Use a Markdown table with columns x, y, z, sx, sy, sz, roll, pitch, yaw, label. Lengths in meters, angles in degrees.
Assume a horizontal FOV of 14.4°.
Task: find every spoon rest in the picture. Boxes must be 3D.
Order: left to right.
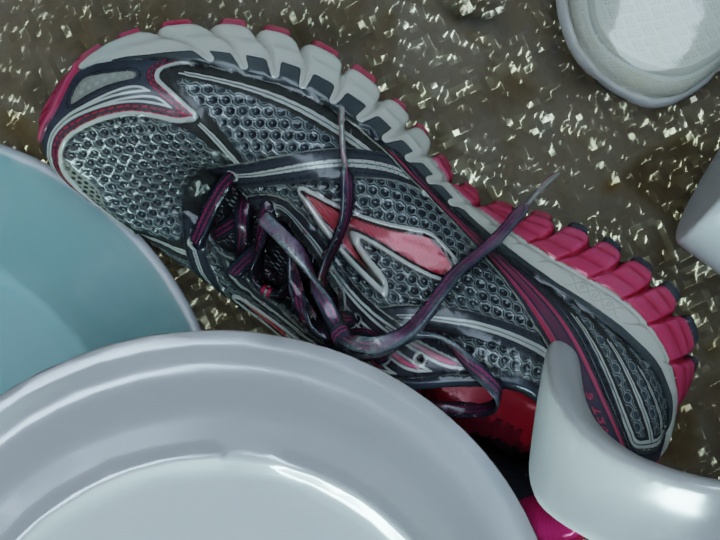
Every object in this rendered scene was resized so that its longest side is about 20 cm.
| x | y | z | sx | sy | sz | roll | pitch | yaw | label |
| --- | --- | --- | --- | --- | --- | --- | --- | --- | --- |
| 0.141 | 0.063 | 0.727 | 0.199 | 0.061 | 0.100 | 8 | 116 | 5 | spoon rest |

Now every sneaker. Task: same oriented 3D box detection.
| x | y | z | sx | sy | sz | roll | pitch | yaw | label |
| --- | --- | --- | --- | --- | --- | --- | --- | --- | --- |
| 0.000 | 0.000 | 0.795 | 0.200 | 0.081 | 0.075 | 28 | 46 | 0 | sneaker |
| 0.119 | -0.140 | 0.810 | 0.075 | 0.081 | 0.200 | 29 | 91 | -3 | sneaker |

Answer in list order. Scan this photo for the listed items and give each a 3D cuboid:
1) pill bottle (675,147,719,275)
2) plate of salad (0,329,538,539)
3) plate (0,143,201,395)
| x | y | z | sx | sy | sz | roll | pitch | yaw | label |
| --- | --- | --- | --- | --- | --- | --- | --- | --- | --- |
| 0.196 | 0.009 | 0.795 | 0.200 | 0.113 | 0.113 | 34 | 90 | -1 | pill bottle |
| -0.044 | 0.113 | 0.775 | 0.200 | 0.048 | 0.201 | -2 | 101 | -10 | plate of salad |
| -0.137 | 0.058 | 0.820 | 0.200 | 0.026 | 0.201 | 0 | 77 | 1 | plate |
